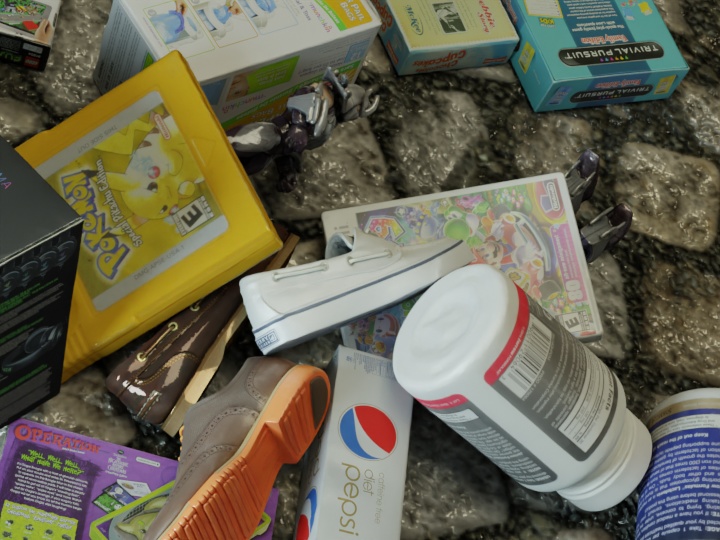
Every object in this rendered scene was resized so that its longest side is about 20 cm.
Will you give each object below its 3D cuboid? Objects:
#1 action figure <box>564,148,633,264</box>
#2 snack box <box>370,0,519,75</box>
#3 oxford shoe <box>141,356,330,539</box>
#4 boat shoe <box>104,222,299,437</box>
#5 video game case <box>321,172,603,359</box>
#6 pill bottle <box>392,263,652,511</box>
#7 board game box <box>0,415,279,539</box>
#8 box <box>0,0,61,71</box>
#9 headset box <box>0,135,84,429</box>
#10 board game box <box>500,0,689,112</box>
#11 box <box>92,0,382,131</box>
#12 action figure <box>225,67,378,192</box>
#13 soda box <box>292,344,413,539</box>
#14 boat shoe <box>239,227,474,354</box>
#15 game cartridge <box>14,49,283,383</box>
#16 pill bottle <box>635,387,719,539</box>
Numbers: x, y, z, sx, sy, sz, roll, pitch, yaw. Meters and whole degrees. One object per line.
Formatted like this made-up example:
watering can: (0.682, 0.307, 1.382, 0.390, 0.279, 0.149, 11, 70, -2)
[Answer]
action figure: (0.135, -0.014, 1.477, 0.200, 0.069, 0.130, -37, 81, -33)
snack box: (0.052, -0.270, 1.634, 0.115, 0.037, 0.201, -9, 62, -27)
oxford shoe: (-0.101, 0.139, 1.258, 0.072, 0.072, 0.200, 18, 49, 29)
boat shoe: (-0.115, 0.029, 1.342, 0.070, 0.071, 0.200, 34, 52, 0)
video game case: (0.078, 0.004, 1.420, 0.198, 0.018, 0.144, -10, 66, -3)
pill bottle: (0.126, 0.093, 1.336, 0.200, 0.110, 0.111, 41, 46, -29)
board game box: (-0.160, 0.181, 1.249, 0.198, 0.032, 0.121, 17, 56, -11)
box: (-0.339, -0.236, 1.453, 0.198, 0.035, 0.111, 14, 53, -13)
headset box: (-0.278, -0.013, 1.208, 0.092, 0.201, 0.174, -31, 65, -35)
board game box: (0.193, -0.244, 1.668, 0.150, 0.047, 0.201, -8, 61, -27)
box: (-0.099, -0.178, 1.462, 0.199, 0.113, 0.102, -22, 67, -30)
action figure: (-0.074, -0.097, 1.406, 0.199, 0.130, 0.070, -24, 71, -15)
soda box: (-0.007, 0.159, 1.300, 0.063, 0.068, 0.201, 17, 53, -12)
boat shoe: (0.000, 0.000, 1.341, 0.199, 0.073, 0.066, -20, 84, -38)
game cartridge: (-0.178, -0.040, 1.317, 0.199, 0.032, 0.177, -31, 67, 4)
pill bottle: (0.262, 0.199, 1.352, 0.115, 0.116, 0.201, 19, 52, -9)
